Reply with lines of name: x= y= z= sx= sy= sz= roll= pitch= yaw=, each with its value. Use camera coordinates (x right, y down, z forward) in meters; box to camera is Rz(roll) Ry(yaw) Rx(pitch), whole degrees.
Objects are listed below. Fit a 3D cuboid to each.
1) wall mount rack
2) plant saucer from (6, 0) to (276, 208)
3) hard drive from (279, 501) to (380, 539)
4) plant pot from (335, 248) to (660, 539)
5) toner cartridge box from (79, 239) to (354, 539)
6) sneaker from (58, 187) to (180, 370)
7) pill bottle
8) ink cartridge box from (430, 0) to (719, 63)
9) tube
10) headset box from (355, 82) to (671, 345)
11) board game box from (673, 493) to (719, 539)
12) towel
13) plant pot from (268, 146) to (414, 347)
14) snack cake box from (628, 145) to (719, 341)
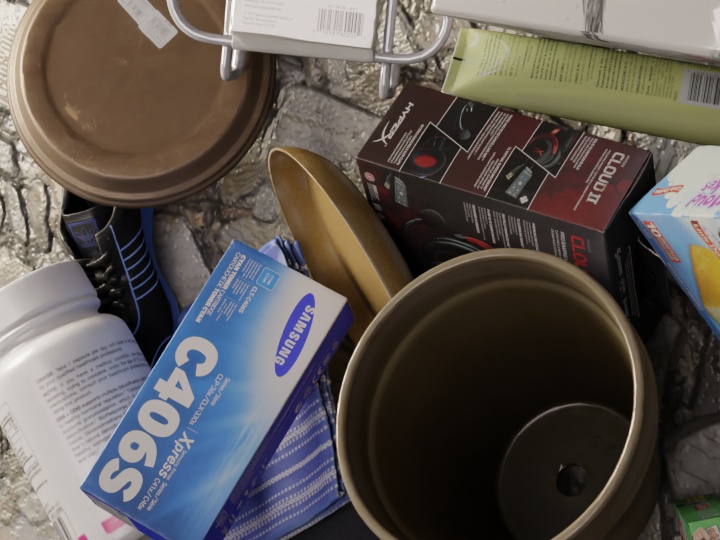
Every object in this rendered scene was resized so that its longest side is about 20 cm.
wall mount rack: x=-0.028 y=-0.211 z=1.483 sx=0.198 sy=0.075 sz=0.176 roll=7 pitch=99 yaw=7
plant saucer: x=-0.160 y=-0.145 z=1.549 sx=0.198 sy=0.029 sz=0.202 roll=-1 pitch=77 yaw=5
hard drive: x=-0.002 y=0.189 z=1.467 sx=0.135 sy=0.042 sz=0.201 roll=-40 pitch=36 yaw=24
plant pot: x=0.108 y=0.112 z=1.344 sx=0.198 sy=0.173 sz=0.202 roll=-10 pitch=64 yaw=22
toner cartridge box: x=-0.095 y=0.088 z=1.448 sx=0.094 sy=0.043 sz=0.201 roll=27 pitch=76 yaw=15
sneaker: x=-0.186 y=-0.004 z=1.592 sx=0.070 sy=0.078 sz=0.202 roll=-10 pitch=87 yaw=28
pill bottle: x=-0.194 y=0.102 z=1.528 sx=0.113 sy=0.113 sz=0.201 roll=-34 pitch=80 yaw=26
ink cartridge box: x=0.167 y=-0.181 z=1.352 sx=0.198 sy=0.145 sz=0.086 roll=14 pitch=98 yaw=27
tube: x=0.155 y=-0.118 z=1.379 sx=0.198 sy=0.058 sz=0.052 roll=11 pitch=88 yaw=5
headset box: x=0.110 y=-0.024 z=1.387 sx=0.199 sy=0.149 sz=0.075 roll=19 pitch=57 yaw=26
board game box: x=0.222 y=0.211 z=1.315 sx=0.029 sy=0.200 sz=0.136 roll=-11 pitch=87 yaw=6
towel: x=-0.073 y=0.093 z=1.521 sx=0.144 sy=0.024 sz=0.202 roll=-34 pitch=59 yaw=41
plant pot: x=0.000 y=0.000 z=1.449 sx=0.027 sy=0.200 sz=0.201 roll=-31 pitch=75 yaw=-11
snack cake box: x=0.261 y=0.022 z=1.279 sx=0.067 sy=0.115 sz=0.201 roll=-41 pitch=106 yaw=-13
